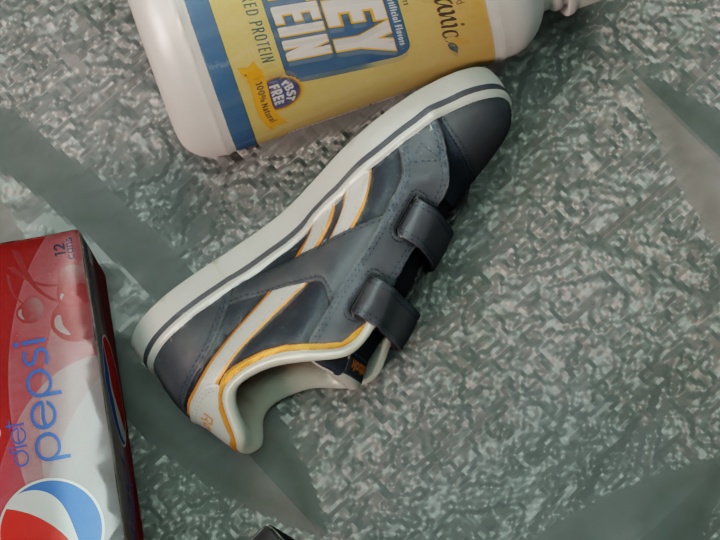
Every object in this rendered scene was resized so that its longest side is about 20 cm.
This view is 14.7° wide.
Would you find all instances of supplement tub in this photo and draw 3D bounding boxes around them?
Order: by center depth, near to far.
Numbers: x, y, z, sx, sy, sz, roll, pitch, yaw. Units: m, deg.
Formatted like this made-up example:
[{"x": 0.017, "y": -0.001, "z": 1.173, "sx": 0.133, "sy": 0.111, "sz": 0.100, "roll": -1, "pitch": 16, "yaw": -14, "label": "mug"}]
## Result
[{"x": -0.005, "y": -0.145, "z": 1.232, "sx": 0.200, "sy": 0.145, "sz": 0.145, "roll": -19, "pitch": 72, "yaw": -1, "label": "supplement tub"}]

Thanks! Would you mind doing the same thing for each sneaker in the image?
[{"x": 0.000, "y": 0.000, "z": 1.223, "sx": 0.200, "sy": 0.078, "sz": 0.079, "roll": -40, "pitch": 68, "yaw": 4, "label": "sneaker"}]

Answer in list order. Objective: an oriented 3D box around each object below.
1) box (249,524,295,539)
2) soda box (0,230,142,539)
[{"x": -0.019, "y": 0.219, "z": 1.042, "sx": 0.159, "sy": 0.046, "sz": 0.200, "roll": -47, "pitch": 68, "yaw": 0, "label": "box"}, {"x": -0.131, "y": 0.090, "z": 1.200, "sx": 0.063, "sy": 0.070, "sz": 0.200, "roll": -10, "pitch": 72, "yaw": 1, "label": "soda box"}]
